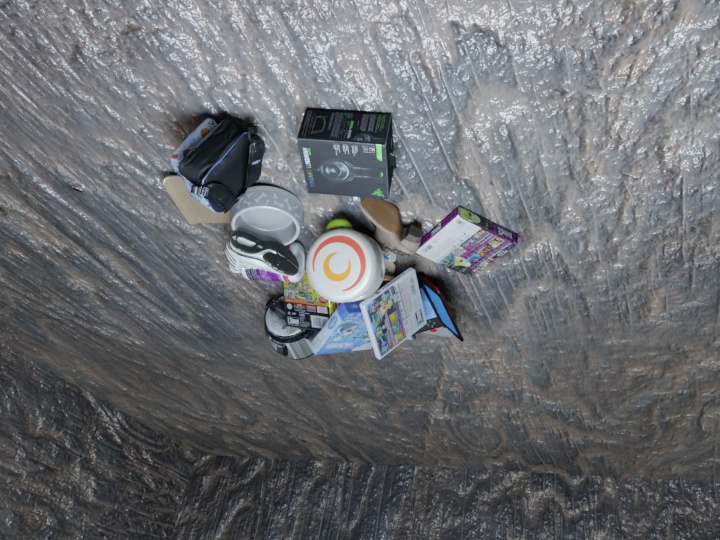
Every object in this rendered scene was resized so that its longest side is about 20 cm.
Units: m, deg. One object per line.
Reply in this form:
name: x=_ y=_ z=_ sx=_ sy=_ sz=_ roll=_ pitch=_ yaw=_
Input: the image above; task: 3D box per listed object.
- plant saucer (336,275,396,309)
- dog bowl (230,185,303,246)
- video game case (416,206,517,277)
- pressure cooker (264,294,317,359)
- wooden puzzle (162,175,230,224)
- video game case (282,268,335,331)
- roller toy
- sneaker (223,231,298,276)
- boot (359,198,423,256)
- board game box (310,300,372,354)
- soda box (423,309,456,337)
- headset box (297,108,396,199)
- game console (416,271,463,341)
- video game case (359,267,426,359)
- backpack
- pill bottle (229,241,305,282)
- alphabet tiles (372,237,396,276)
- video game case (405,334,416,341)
plant saucer: x=0.030 y=0.078 z=1.666 sx=0.199 sy=0.032 sz=0.201 roll=-9 pitch=141 yaw=-7
dog bowl: x=-0.241 y=-0.130 z=1.540 sx=0.199 sy=0.059 sz=0.200 roll=0 pitch=146 yaw=0
video game case: x=0.265 y=-0.067 z=1.523 sx=0.181 sy=0.036 sz=0.200 roll=23 pitch=146 yaw=-17
pressure cooker: x=-0.216 y=0.170 z=1.917 sx=0.175 sy=0.179 sz=0.200 roll=-8 pitch=145 yaw=5
wooden puzzle: x=-0.383 y=-0.188 z=1.551 sx=0.199 sy=0.037 sz=0.185 roll=-2 pitch=146 yaw=12
video game case: x=-0.151 y=0.080 z=1.734 sx=0.199 sy=0.182 sz=0.025 roll=3 pitch=-169 yaw=42
roller toy: x=-0.035 y=-0.009 z=1.508 sx=0.182 sy=0.201 sz=0.140 roll=34 pitch=-173 yaw=14
sneaker: x=-0.268 y=-0.031 z=1.588 sx=0.200 sy=0.076 sz=0.115 roll=26 pitch=148 yaw=-22
boot: x=0.063 y=-0.099 z=1.518 sx=0.199 sy=0.070 sz=0.146 roll=32 pitch=155 yaw=-10
board game box: x=-0.009 y=0.156 z=1.656 sx=0.199 sy=0.044 sz=0.199 roll=-1 pitch=142 yaw=-37
soda box: x=0.191 y=0.148 z=1.847 sx=0.199 sy=0.069 sz=0.064 roll=9 pitch=145 yaw=3
headset box: x=-0.019 y=-0.246 z=1.287 sx=0.199 sy=0.093 sz=0.174 roll=6 pitch=148 yaw=8
game console: x=0.182 y=0.119 z=1.704 sx=0.172 sy=0.119 sz=0.201 roll=-18 pitch=119 yaw=20
video game case: x=0.092 y=0.117 z=1.612 sx=0.023 sy=0.182 sz=0.201 roll=32 pitch=148 yaw=45
backpack: x=-0.318 y=-0.226 z=1.336 sx=0.154 sy=0.200 sz=0.191 roll=37 pitch=161 yaw=18
pill bottle: x=-0.261 y=-0.027 z=1.681 sx=0.199 sy=0.113 sz=0.113 roll=3 pitch=147 yaw=13
alphabet tiles: x=0.000 y=0.000 z=1.639 sx=0.194 sy=0.015 sz=0.201 roll=-6 pitch=125 yaw=-12
video game case: x=0.054 y=0.164 z=1.823 sx=0.199 sy=0.019 sz=0.143 roll=-8 pitch=126 yaw=36
